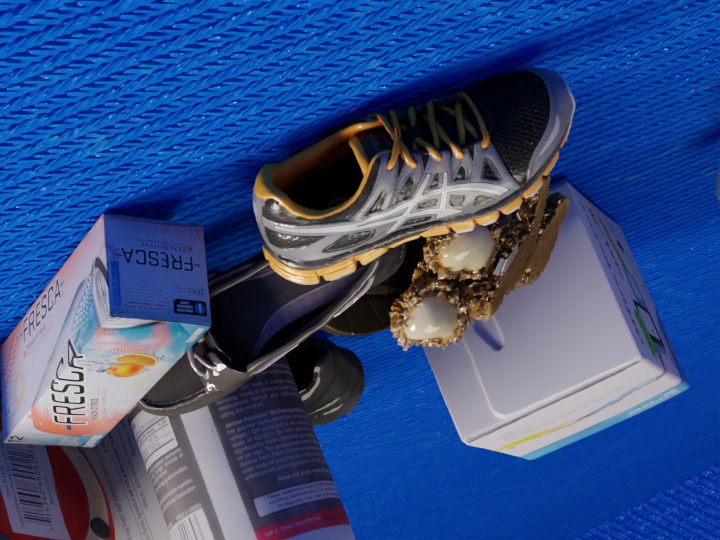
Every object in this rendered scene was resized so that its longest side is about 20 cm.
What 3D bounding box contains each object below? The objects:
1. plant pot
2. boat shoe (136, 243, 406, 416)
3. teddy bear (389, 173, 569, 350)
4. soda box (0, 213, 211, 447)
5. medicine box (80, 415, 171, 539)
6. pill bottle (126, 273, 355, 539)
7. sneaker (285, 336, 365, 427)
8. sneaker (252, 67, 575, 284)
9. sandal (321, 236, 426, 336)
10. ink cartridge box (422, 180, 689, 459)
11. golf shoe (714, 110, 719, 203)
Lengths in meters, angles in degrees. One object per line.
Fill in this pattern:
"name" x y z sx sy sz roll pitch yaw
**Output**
"plant pot" -0.278 0.183 1.284 0.182 0.201 0.200 -40 158 27
"boat shoe" -0.063 0.023 1.191 0.200 0.067 0.057 -33 176 8
"teddy bear" 0.070 -0.014 1.276 0.200 0.067 0.145 -44 154 -51
"soda box" -0.157 0.041 1.178 0.063 0.068 0.200 6 152 -26
"medicine box" -0.150 0.162 1.403 0.200 0.182 0.103 -27 165 17
"pill bottle" -0.087 0.108 1.275 0.111 0.200 0.111 -20 164 -6
"sneaker" -0.098 0.103 1.516 0.200 0.076 0.091 -31 154 3
"sneaker" 0.029 -0.061 1.117 0.200 0.078 0.077 -29 147 1
"sandal" 0.000 0.000 1.307 0.055 0.082 0.200 -1 -178 32
"ink cartridge box" 0.137 0.043 1.469 0.146 0.147 0.200 -26 165 13
"golf shoe" 0.280 -0.103 1.360 0.097 0.078 0.200 3 150 -21
